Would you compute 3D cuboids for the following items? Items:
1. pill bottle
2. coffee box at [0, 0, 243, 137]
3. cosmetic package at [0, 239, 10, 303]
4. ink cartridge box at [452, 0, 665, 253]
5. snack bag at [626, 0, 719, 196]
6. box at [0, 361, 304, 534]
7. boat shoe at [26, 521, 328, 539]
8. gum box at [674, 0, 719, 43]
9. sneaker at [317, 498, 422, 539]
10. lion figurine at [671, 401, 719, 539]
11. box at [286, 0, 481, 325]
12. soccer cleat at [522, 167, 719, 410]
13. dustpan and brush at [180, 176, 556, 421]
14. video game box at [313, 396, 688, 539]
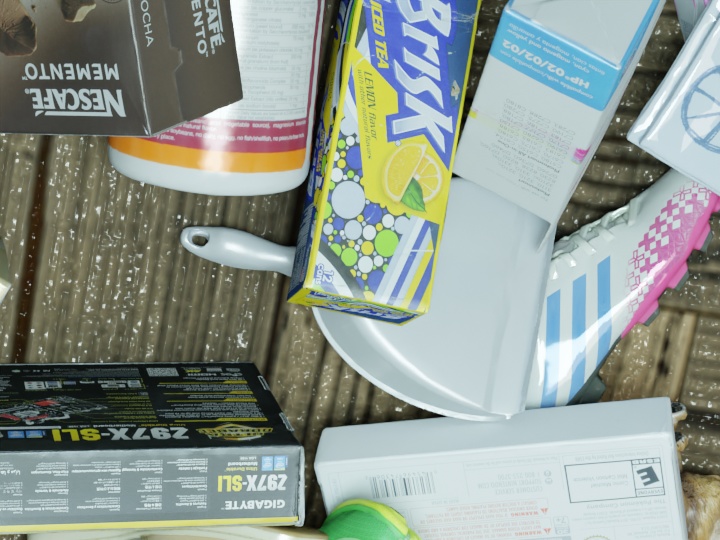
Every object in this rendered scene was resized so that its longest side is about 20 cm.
[{"bbox_3d":[-0.071,-0.147,1.172,0.109,0.110,0.201,3,104,-12],"label":"pill bottle"},{"bbox_3d":[-0.166,-0.130,1.115,0.199,0.080,0.114,4,109,32],"label":"coffee box"},{"bbox_3d":[-0.285,-0.023,1.165,0.199,0.105,0.071,30,97,-19],"label":"cosmetic package"},{"bbox_3d":[0.107,-0.108,1.182,0.068,0.200,0.115,27,62,6],"label":"ink cartridge box"},{"bbox_3d":[0.271,-0.111,1.227,0.188,0.021,0.201,28,99,-16],"label":"snack bag"},{"bbox_3d":[-0.140,0.091,1.194,0.199,0.160,0.050,0,105,-12],"label":"box"},{"bbox_3d":[-0.100,0.167,1.214,0.074,0.199,0.070,14,74,-49],"label":"boat shoe"},{"bbox_3d":[0.254,-0.105,1.273,0.113,0.066,0.201,-19,107,-5],"label":"gum box"},{"bbox_3d":[-0.032,0.194,1.236,0.074,0.084,0.200,46,130,-4],"label":"sneaker"},{"bbox_3d":[0.144,0.150,1.325,0.199,0.073,0.123,-5,113,4],"label":"lion figurine"},{"bbox_3d":[0.014,-0.077,1.197,0.070,0.064,0.201,12,81,-11],"label":"box"},{"bbox_3d":[0.129,0.005,1.276,0.086,0.070,0.200,35,91,-2],"label":"soccer cleat"},{"bbox_3d":[0.000,0.000,1.250,0.199,0.057,0.140,15,74,-12],"label":"dustpan and brush"},{"bbox_3d":[0.088,0.165,1.272,0.199,0.047,0.183,-5,116,11],"label":"video game box"}]
